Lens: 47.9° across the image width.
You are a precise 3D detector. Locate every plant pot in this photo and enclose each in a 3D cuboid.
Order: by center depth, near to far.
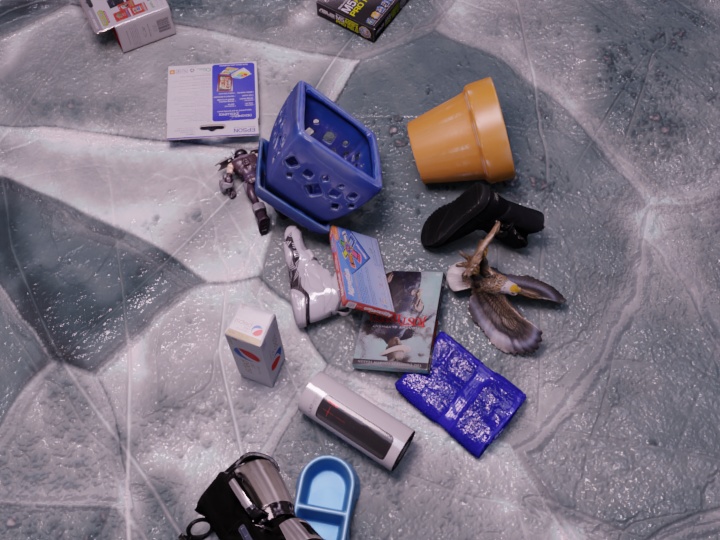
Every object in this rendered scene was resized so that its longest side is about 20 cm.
[{"bbox_3d":[-0.090,-0.201,1.529,0.199,0.180,0.201,31,32,-27],"label":"plant pot"},{"bbox_3d":[0.195,-0.258,1.610,0.181,0.200,0.202,-14,63,10],"label":"plant pot"}]

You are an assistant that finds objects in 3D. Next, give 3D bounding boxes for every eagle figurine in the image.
[{"bbox_3d":[0.265,0.041,1.495,0.151,0.200,0.151,-38,23,18],"label":"eagle figurine"}]

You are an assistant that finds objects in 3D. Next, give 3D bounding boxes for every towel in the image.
[{"bbox_3d":[0.178,0.213,1.436,0.199,0.050,0.148,37,68,17],"label":"towel"}]

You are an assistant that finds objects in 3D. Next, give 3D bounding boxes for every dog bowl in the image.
[{"bbox_3d":[-0.063,0.399,1.340,0.110,0.050,0.202,9,63,5],"label":"dog bowl"}]

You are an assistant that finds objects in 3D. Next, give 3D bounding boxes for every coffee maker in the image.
[{"bbox_3d":[-0.162,0.422,1.264,0.200,0.134,0.193,47,113,42],"label":"coffee maker"}]

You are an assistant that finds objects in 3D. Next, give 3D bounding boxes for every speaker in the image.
[{"bbox_3d":[-0.009,0.257,1.397,0.199,0.081,0.081,31,67,14],"label":"speaker"}]

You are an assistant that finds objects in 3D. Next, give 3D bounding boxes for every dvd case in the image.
[{"bbox_3d":[0.072,0.090,1.488,0.144,0.022,0.202,2,60,20],"label":"dvd case"}]

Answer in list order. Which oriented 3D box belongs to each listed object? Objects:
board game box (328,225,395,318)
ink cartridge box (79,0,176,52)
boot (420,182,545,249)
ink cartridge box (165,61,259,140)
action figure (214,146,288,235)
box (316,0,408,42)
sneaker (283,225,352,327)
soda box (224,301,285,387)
[{"bbox_3d":[0.000,0.000,1.501,0.102,0.020,0.201,17,38,-25],"label":"board game box"},{"bbox_3d":[-0.538,-0.601,1.831,0.174,0.084,0.201,-24,65,-12],"label":"ink cartridge box"},{"bbox_3d":[0.234,-0.077,1.558,0.167,0.200,0.077,24,51,-27],"label":"boot"},{"bbox_3d":[-0.313,-0.353,1.729,0.195,0.047,0.202,-3,65,-3],"label":"ink cartridge box"},{"bbox_3d":[-0.214,-0.174,1.626,0.129,0.070,0.201,-27,62,-5],"label":"action figure"},{"bbox_3d":[0.017,-0.635,1.872,0.159,0.044,0.201,31,67,14],"label":"box"},{"bbox_3d":[-0.081,0.005,1.530,0.113,0.075,0.202,-8,67,-6],"label":"sneaker"},{"bbox_3d":[-0.178,0.130,1.392,0.067,0.201,0.064,19,64,9],"label":"soda box"}]
